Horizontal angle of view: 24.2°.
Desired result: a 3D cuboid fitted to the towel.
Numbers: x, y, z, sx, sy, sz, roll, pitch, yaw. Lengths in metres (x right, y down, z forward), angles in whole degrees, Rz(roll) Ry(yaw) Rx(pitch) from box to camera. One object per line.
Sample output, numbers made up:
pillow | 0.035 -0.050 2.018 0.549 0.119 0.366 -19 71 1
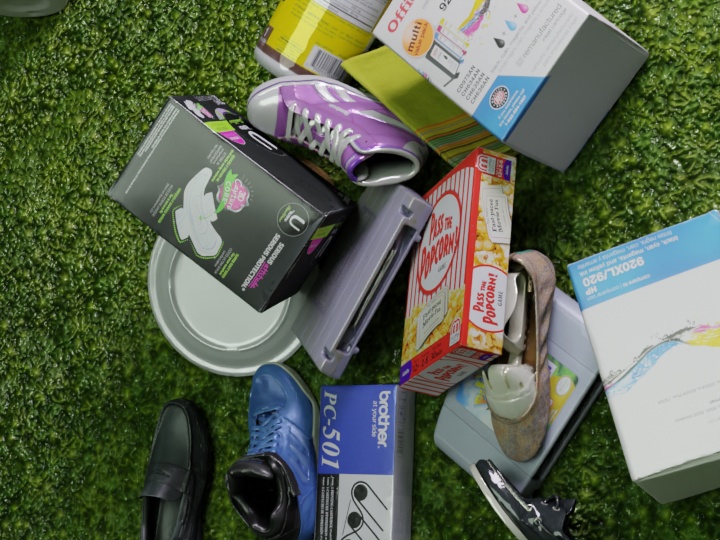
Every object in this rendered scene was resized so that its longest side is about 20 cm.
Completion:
towel | 0.072 -0.170 1.716 0.200 0.085 0.018 44 139 31

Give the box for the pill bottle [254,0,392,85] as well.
pill bottle | -0.023 -0.287 1.781 0.109 0.109 0.201 36 101 32

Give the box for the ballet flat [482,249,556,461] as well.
ballet flat | 0.144 0.079 1.592 0.067 0.067 0.203 -3 80 33

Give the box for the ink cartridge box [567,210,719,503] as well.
ink cartridge box | 0.289 0.081 1.467 0.143 0.147 0.202 -20 69 15

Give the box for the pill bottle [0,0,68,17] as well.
pill bottle | -0.414 -0.424 2.056 0.113 0.114 0.203 -9 77 31

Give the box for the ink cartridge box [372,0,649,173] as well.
ink cartridge box | 0.145 -0.223 1.639 0.200 0.144 0.148 43 105 31

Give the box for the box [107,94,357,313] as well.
box | -0.127 -0.072 1.711 0.199 0.148 0.125 38 103 7

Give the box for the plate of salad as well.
plate of salad | -0.136 0.014 1.825 0.197 0.048 0.203 1 96 14

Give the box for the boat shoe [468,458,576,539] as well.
boat shoe | 0.184 0.244 1.563 0.066 0.074 0.200 -41 74 4

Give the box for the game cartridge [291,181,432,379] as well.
game cartridge | 0.000 0.000 1.724 0.201 0.038 0.130 -61 19 9

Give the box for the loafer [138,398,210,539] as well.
loafer | -0.206 0.240 1.828 0.067 0.070 0.203 -3 80 32

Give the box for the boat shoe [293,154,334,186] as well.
boat shoe | -0.117 -0.098 1.838 0.198 0.071 0.070 21 112 28

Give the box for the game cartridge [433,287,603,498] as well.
game cartridge | 0.158 0.116 1.636 0.133 0.040 0.201 38 102 36

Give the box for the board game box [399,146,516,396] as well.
board game box | 0.094 0.004 1.620 0.151 0.046 0.202 138 142 -61

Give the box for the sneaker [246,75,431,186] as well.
sneaker | -0.027 -0.139 1.707 0.198 0.115 0.073 9 123 6

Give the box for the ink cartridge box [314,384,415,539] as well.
ink cartridge box | 0.004 0.219 1.711 0.093 0.044 0.203 -3 79 31

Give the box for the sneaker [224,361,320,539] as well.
sneaker | -0.094 0.186 1.740 0.076 0.111 0.202 -21 70 28
